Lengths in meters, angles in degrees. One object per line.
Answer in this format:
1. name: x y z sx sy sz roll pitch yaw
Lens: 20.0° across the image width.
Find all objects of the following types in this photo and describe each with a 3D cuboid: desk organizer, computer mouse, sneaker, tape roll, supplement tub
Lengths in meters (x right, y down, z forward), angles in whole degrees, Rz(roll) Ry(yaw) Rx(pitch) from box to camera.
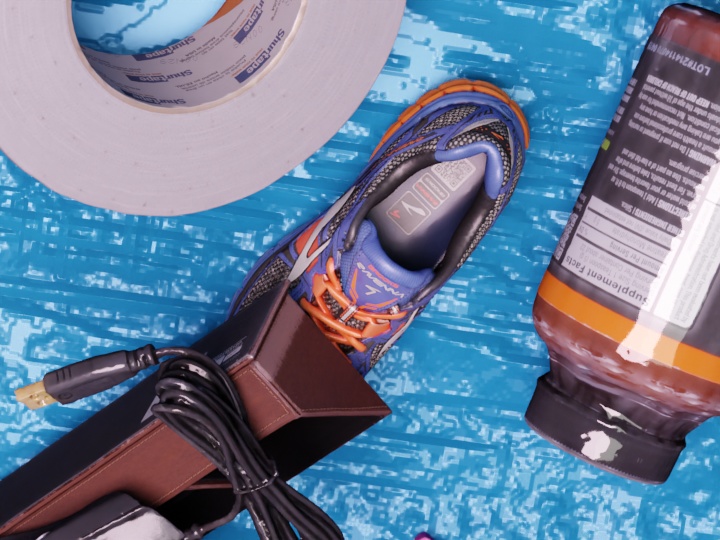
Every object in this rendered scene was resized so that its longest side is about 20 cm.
1. desk organizer: -0.088 0.098 0.897 0.200 0.072 0.077 -35 105 24
2. computer mouse: -0.118 0.112 0.843 0.200 0.046 0.141 -21 114 20
3. sneaker: 0.000 0.000 0.909 0.075 0.078 0.200 35 100 -7
4. tape roll: -0.081 -0.126 0.846 0.200 0.066 0.200 -13 122 -22
5. supplement tub: 0.143 -0.009 0.902 0.107 0.107 0.200 22 100 -7

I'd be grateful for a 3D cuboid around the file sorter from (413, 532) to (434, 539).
1. file sorter: 0.023 0.248 0.919 0.139 0.125 0.200 39 90 -4
